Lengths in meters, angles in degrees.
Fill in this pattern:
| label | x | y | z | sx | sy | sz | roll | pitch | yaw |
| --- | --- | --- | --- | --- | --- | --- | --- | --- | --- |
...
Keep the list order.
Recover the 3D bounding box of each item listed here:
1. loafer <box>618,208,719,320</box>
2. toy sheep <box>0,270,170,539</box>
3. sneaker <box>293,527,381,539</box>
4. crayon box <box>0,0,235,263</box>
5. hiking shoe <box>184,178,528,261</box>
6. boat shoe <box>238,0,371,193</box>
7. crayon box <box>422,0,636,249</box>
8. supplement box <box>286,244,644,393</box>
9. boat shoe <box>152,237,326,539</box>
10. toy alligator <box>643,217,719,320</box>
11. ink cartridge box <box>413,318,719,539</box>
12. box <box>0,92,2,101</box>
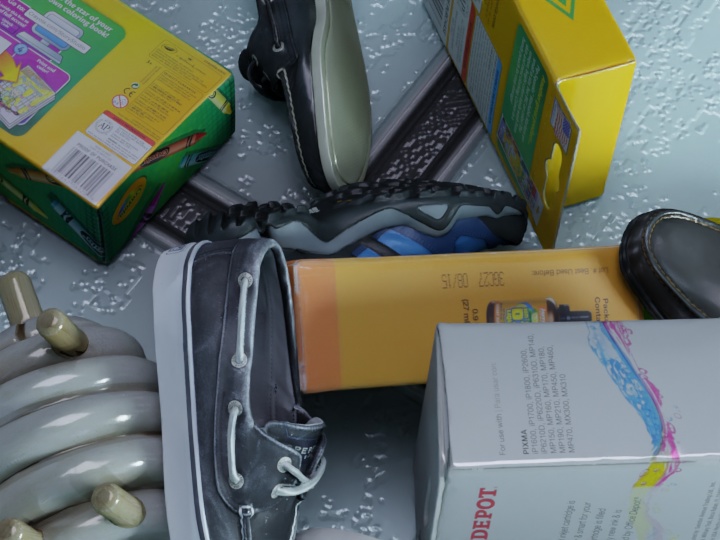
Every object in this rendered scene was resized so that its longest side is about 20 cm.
| label | x | y | z | sx | sy | sz | roll | pitch | yaw |
| --- | --- | --- | --- | --- | --- | --- | --- | --- | --- |
| loafer | 0.226 | 0.025 | 1.102 | 0.199 | 0.072 | 0.073 | 29 | 67 | -11 |
| toy sheep | -0.142 | 0.087 | 1.047 | 0.137 | 0.138 | 0.201 | -12 | 68 | -11 |
| sneaker | 0.029 | 0.208 | 1.012 | 0.199 | 0.076 | 0.105 | 32 | 56 | 11 |
| crayon box | -0.183 | -0.107 | 1.213 | 0.199 | 0.058 | 0.119 | 33 | 61 | 17 |
| hiking shoe | 0.000 | 0.000 | 1.156 | 0.198 | 0.074 | 0.087 | -9 | 101 | -22 |
| boat shoe | -0.039 | -0.130 | 1.232 | 0.066 | 0.074 | 0.201 | -14 | 71 | 19 |
| crayon box | 0.096 | -0.124 | 1.199 | 0.051 | 0.126 | 0.201 | -15 | 60 | -13 |
| supplement box | 0.047 | 0.024 | 1.099 | 0.198 | 0.069 | 0.067 | -2 | 88 | -22 |
| boat shoe | -0.049 | 0.084 | 1.011 | 0.067 | 0.072 | 0.202 | -7 | 87 | 24 |
| toy alligator | 0.227 | -0.016 | 1.183 | 0.199 | 0.060 | 0.054 | -23 | 21 | -16 |
| ink cartridge box | 0.130 | 0.093 | 1.049 | 0.198 | 0.148 | 0.086 | 1 | 57 | -4 |
| box | -0.310 | -0.073 | 1.107 | 0.199 | 0.086 | 0.164 | 7 | 47 | 50 |
